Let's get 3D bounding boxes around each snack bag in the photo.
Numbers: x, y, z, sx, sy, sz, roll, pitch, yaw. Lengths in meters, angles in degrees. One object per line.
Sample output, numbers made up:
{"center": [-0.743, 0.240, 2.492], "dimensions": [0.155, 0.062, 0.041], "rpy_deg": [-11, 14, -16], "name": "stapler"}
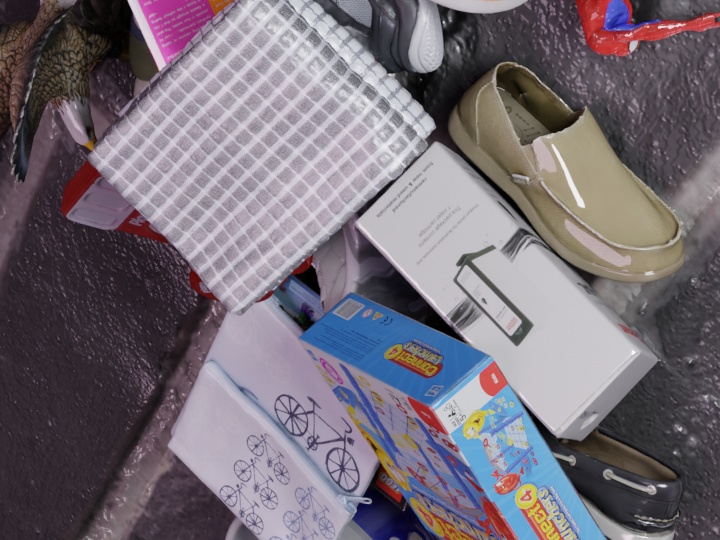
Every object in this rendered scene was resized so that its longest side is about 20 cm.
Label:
{"center": [-0.064, 0.129, 1.734], "dimensions": [0.189, 0.021, 0.200], "rpy_deg": [44, 131, 22], "name": "snack bag"}

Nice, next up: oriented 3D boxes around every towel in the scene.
{"center": [-0.072, -0.083, 1.486], "dimensions": [0.166, 0.086, 0.200], "rpy_deg": [43, 116, -8], "name": "towel"}

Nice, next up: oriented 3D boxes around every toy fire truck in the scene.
{"center": [-0.123, -0.059, 1.630], "dimensions": [0.200, 0.168, 0.112], "rpy_deg": [143, 137, -62], "name": "toy fire truck"}

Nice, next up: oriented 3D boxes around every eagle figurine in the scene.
{"center": [-0.255, -0.149, 1.723], "dimensions": [0.151, 0.200, 0.152], "rpy_deg": [40, 136, 21], "name": "eagle figurine"}

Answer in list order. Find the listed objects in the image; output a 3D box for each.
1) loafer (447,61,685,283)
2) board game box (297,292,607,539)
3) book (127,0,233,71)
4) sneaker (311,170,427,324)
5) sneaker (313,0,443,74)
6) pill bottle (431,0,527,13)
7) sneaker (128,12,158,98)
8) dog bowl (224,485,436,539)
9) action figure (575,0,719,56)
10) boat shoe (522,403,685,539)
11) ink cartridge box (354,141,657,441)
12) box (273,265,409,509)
{"center": [0.140, -0.068, 1.480], "dimensions": [0.200, 0.076, 0.067], "rpy_deg": [39, 141, 21], "name": "loafer"}
{"center": [0.066, 0.124, 1.528], "dimensions": [0.196, 0.056, 0.200], "rpy_deg": [57, 164, -25], "name": "board game box"}
{"center": [-0.112, -0.230, 1.585], "dimensions": [0.133, 0.048, 0.200], "rpy_deg": [-23, 91, 7], "name": "book"}
{"center": [0.000, 0.000, 1.650], "dimensions": [0.082, 0.075, 0.200], "rpy_deg": [-2, 87, 59], "name": "sneaker"}
{"center": [-0.020, -0.220, 1.505], "dimensions": [0.114, 0.075, 0.200], "rpy_deg": [-16, 100, 10], "name": "sneaker"}
{"center": [0.091, -0.271, 1.377], "dimensions": [0.114, 0.114, 0.200], "rpy_deg": [41, 136, 19], "name": "pill bottle"}
{"center": [-0.103, -0.172, 1.661], "dimensions": [0.200, 0.067, 0.090], "rpy_deg": [6, 111, 38], "name": "sneaker"}
{"center": [-0.018, 0.266, 1.832], "dimensions": [0.200, 0.079, 0.200], "rpy_deg": [23, 128, 33], "name": "dog bowl"}
{"center": [0.168, -0.199, 1.361], "dimensions": [0.200, 0.099, 0.065], "rpy_deg": [62, -164, -57], "name": "action figure"}
{"center": [0.151, 0.128, 1.589], "dimensions": [0.200, 0.074, 0.060], "rpy_deg": [35, 124, 34], "name": "boat shoe"}
{"center": [0.105, 0.017, 1.505], "dimensions": [0.084, 0.146, 0.200], "rpy_deg": [-45, 78, 6], "name": "ink cartridge box"}
{"center": [-0.013, 0.079, 1.734], "dimensions": [0.200, 0.038, 0.137], "rpy_deg": [37, 134, 23], "name": "box"}
